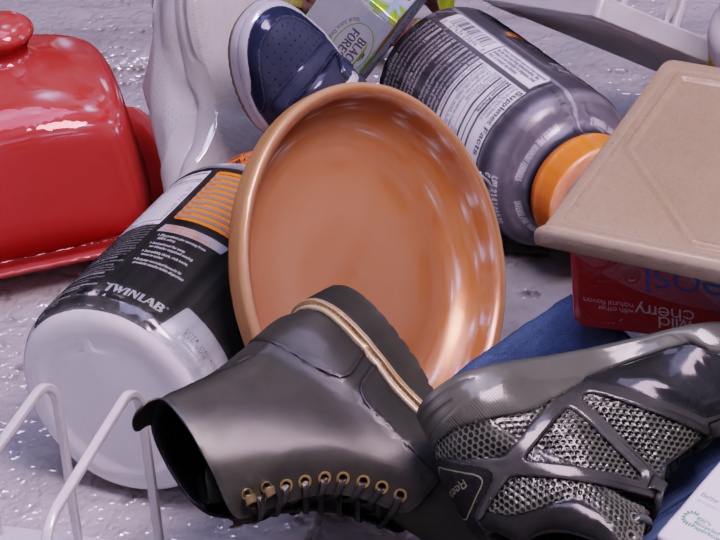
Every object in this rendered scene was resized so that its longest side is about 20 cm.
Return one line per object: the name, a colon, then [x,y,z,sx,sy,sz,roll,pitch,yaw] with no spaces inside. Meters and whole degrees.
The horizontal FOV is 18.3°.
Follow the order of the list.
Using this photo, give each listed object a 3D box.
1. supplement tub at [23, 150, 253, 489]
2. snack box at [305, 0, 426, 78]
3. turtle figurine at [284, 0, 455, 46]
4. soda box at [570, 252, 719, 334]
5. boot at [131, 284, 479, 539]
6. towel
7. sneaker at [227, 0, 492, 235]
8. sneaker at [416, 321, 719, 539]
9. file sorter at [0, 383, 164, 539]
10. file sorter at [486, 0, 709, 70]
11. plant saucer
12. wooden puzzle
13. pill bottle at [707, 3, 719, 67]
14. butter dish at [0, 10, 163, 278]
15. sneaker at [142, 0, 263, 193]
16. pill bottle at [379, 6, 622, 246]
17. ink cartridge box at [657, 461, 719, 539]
supplement tub: [-0.089,0.021,1.249,0.122,0.123,0.200,11,34,24]
snack box: [-0.019,-0.137,1.437,0.053,0.200,0.142,38,39,-2]
turtle figurine: [-0.015,-0.203,1.656,0.160,0.065,0.200,10,34,23]
soda box: [0.210,-0.004,1.155,0.198,0.071,0.064,6,36,19]
boot: [-0.005,0.113,1.084,0.138,0.078,0.200,-28,63,-37]
towel: [0.123,0.097,1.153,0.111,0.049,0.200,-31,36,-5]
sneaker: [0.006,-0.074,1.308,0.070,0.201,0.108,-47,38,-20]
sneaker: [0.134,0.090,1.058,0.198,0.076,0.115,-12,71,-20]
file sorter: [-0.209,0.129,1.090,0.198,0.125,0.139,4,32,16]
file sorter: [0.211,-0.193,1.430,0.199,0.126,0.139,18,2,-29]
plant saucer: [0.000,0.000,1.216,0.037,0.202,0.200,-7,22,46]
wooden puzzle: [0.207,-0.040,1.120,0.184,0.038,0.200,13,36,26]
pill bottle: [0.263,-0.108,1.323,0.110,0.201,0.112,-7,33,5]
butter dish: [-0.222,-0.095,1.432,0.198,0.149,0.200,-13,32,-11]
sneaker: [-0.102,-0.085,1.386,0.075,0.202,0.088,0,0,-40]
pill bottle: [0.099,-0.083,1.407,0.105,0.107,0.200,-18,34,-20]
ink cartridge box: [0.234,0.086,1.033,0.099,0.039,0.200,26,58,36]
